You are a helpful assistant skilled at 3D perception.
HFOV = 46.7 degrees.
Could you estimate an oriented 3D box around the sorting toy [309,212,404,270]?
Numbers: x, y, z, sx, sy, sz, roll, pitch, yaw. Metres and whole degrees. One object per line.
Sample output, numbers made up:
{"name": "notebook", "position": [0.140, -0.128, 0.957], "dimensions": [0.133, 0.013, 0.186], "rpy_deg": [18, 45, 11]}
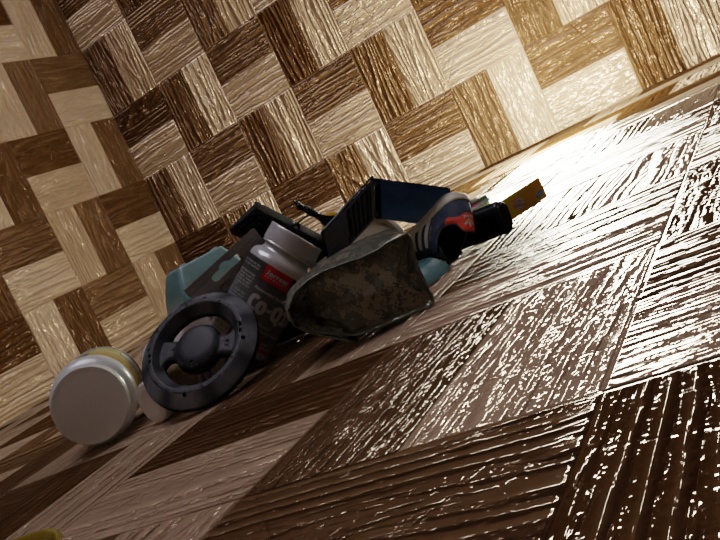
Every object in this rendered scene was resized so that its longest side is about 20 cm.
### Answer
{"name": "sorting toy", "position": [-0.001, -0.036, 1.624], "dimensions": [0.194, 0.110, 0.181], "rpy_deg": [-7, -19, -1]}

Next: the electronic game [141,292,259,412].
{"name": "electronic game", "position": [-0.244, 0.121, 1.265], "dimensions": [0.195, 0.042, 0.204], "rpy_deg": [-12, 52, 15]}

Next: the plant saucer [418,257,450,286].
{"name": "plant saucer", "position": [0.050, 0.027, 1.335], "dimensions": [0.197, 0.028, 0.200], "rpy_deg": [-28, 5, 3]}

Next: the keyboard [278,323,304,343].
{"name": "keyboard", "position": [-0.129, 0.106, 1.514], "dimensions": [0.197, 0.040, 0.105], "rpy_deg": [-22, 31, 34]}

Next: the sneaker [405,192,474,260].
{"name": "sneaker", "position": [0.125, -0.040, 1.403], "dimensions": [0.073, 0.086, 0.201], "rpy_deg": [1, -34, -29]}

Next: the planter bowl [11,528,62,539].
{"name": "planter bowl", "position": [-0.246, 0.244, 0.481], "dimensions": [0.197, 0.085, 0.200], "rpy_deg": [-28, 6, 3]}

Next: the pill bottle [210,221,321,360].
{"name": "pill bottle", "position": [-0.151, 0.032, 1.357], "dimensions": [0.203, 0.112, 0.114], "rpy_deg": [-61, 7, -1]}

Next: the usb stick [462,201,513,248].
{"name": "usb stick", "position": [0.181, -0.068, 1.422], "dimensions": [0.032, 0.056, 0.198], "rpy_deg": [-30, 6, -37]}

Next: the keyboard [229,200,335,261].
{"name": "keyboard", "position": [-0.115, -0.068, 1.423], "dimensions": [0.127, 0.021, 0.198], "rpy_deg": [-41, -40, 22]}

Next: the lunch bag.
{"name": "lunch bag", "position": [-0.013, 0.029, 1.152], "dimensions": [0.196, 0.120, 0.164], "rpy_deg": [-22, 6, -3]}

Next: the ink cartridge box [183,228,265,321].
{"name": "ink cartridge box", "position": [-0.196, 0.034, 1.444], "dimensions": [0.160, 0.201, 0.050], "rpy_deg": [-42, 39, -4]}

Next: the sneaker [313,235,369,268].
{"name": "sneaker", "position": [0.000, 0.000, 1.452], "dimensions": [0.144, 0.082, 0.200], "rpy_deg": [-26, -11, 0]}

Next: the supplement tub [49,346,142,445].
{"name": "supplement tub", "position": [-0.442, 0.210, 1.406], "dimensions": [0.142, 0.147, 0.200], "rpy_deg": [-27, 5, -9]}

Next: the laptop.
{"name": "laptop", "position": [0.043, -0.072, 1.431], "dimensions": [0.200, 0.116, 0.188], "rpy_deg": [-47, -13, -11]}

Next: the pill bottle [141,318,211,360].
{"name": "pill bottle", "position": [-0.341, 0.155, 1.594], "dimensions": [0.112, 0.114, 0.198], "rpy_deg": [-31, 6, -40]}

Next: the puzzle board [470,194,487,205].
{"name": "puzzle board", "position": [0.178, -0.102, 1.745], "dimensions": [0.148, 0.018, 0.200], "rpy_deg": [-29, -6, -8]}

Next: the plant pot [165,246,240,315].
{"name": "plant pot", "position": [-0.324, 0.067, 1.833], "dimensions": [0.194, 0.203, 0.195], "rpy_deg": [-29, 4, -29]}

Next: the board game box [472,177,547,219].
{"name": "board game box", "position": [0.229, -0.098, 1.539], "dimensions": [0.198, 0.041, 0.152], "rpy_deg": [-32, 7, -37]}

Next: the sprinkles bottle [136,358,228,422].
{"name": "sprinkles bottle", "position": [-0.272, 0.169, 1.360], "dimensions": [0.067, 0.069, 0.199], "rpy_deg": [-22, 8, 40]}
